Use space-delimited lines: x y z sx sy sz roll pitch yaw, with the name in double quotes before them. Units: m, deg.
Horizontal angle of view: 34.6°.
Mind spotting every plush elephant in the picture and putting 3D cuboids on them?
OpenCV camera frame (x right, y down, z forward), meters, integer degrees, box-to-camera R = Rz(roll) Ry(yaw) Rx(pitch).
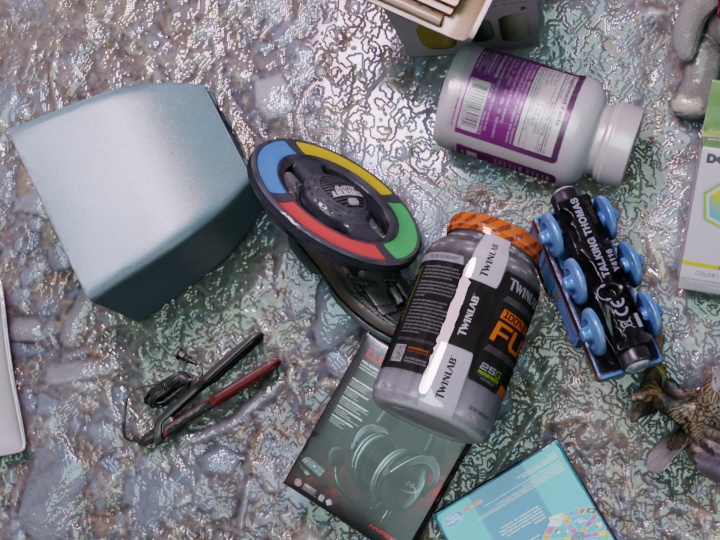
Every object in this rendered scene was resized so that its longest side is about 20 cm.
"plush elephant" 0.391 -0.263 1.132 0.163 0.155 0.203 -1 85 10

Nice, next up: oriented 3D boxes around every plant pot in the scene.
"plant pot" -0.214 -0.089 1.218 0.199 0.196 0.198 -29 80 0

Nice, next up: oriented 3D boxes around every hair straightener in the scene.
"hair straightener" -0.186 0.124 1.270 0.199 0.041 0.077 -34 79 10

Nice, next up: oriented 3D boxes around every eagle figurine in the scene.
"eagle figurine" 0.363 0.133 1.103 0.198 0.151 0.153 14 77 19

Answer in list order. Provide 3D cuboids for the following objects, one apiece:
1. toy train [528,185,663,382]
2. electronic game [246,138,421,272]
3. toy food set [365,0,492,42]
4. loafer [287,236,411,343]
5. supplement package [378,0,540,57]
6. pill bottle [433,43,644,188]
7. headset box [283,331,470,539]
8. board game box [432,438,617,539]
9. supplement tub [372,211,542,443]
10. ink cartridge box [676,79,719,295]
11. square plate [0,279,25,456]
"toy train" 0.231 0.017 1.140 0.086 0.115 0.202 -17 67 -7
"electronic game" -0.025 -0.069 1.179 0.199 0.200 0.042 40 118 11
"toy food set" 0.047 -0.310 1.046 0.198 0.060 0.145 27 91 13
"loafer" 0.000 0.000 1.201 0.200 0.071 0.063 42 126 26
"supplement package" 0.104 -0.321 1.169 0.150 0.200 0.153 -3 85 10
"pill bottle" 0.184 -0.154 1.185 0.198 0.112 0.114 19 88 11
"headset box" 0.036 0.170 1.200 0.148 0.077 0.201 31 92 12
"board game box" 0.188 0.297 1.174 0.150 0.047 0.201 -31 80 6
"supplement tub" 0.098 0.054 1.111 0.121 0.123 0.202 19 76 12
"ink cartridge box" 0.378 -0.076 1.130 0.103 0.059 0.202 9 110 12
"square plate" -0.484 0.126 1.326 0.198 0.028 0.201 -12 83 9
